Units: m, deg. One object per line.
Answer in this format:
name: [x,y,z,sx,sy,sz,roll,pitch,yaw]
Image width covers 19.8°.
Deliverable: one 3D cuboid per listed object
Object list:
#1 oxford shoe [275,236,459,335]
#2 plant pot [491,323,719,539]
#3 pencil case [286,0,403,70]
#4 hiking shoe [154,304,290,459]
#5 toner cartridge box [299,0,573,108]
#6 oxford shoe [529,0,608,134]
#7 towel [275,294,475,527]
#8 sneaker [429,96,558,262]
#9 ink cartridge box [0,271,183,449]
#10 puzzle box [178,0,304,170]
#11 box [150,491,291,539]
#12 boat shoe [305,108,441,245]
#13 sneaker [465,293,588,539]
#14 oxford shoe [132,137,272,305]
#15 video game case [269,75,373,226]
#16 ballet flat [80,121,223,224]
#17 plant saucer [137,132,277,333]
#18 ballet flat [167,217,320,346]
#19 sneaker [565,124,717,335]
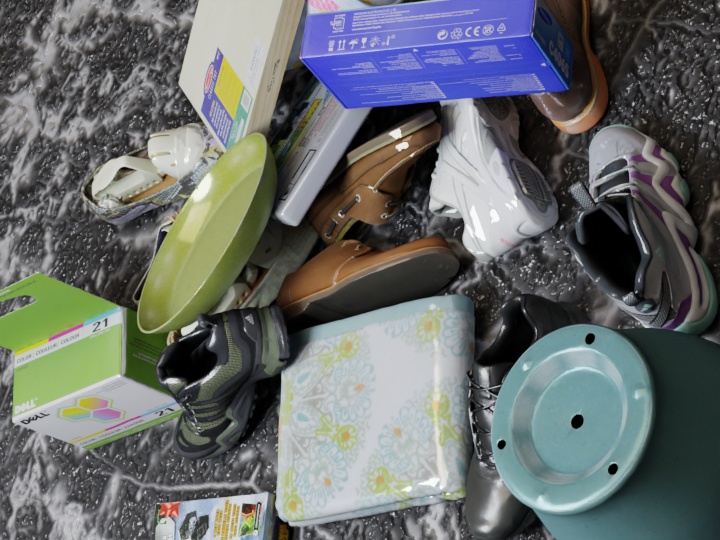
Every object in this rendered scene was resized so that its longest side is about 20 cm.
oxford shoe: [0.000,0.000,1.775,0.200,0.071,0.072,-20,56,36]
plant pot: [0.197,0.125,1.461,0.200,0.188,0.201,-19,60,35]
pencil case: [-0.032,-0.240,1.828,0.200,0.091,0.083,-24,40,61]
hiking shoe: [-0.139,0.094,1.805,0.200,0.100,0.076,-58,35,41]
toner cartridge box: [0.061,-0.175,1.658,0.199,0.095,0.043,-3,68,24]
oxford shoe: [0.150,-0.210,1.729,0.071,0.073,0.200,-36,51,24]
towel: [0.012,0.119,1.729,0.200,0.048,0.172,-16,64,37]
sneaker: [0.087,-0.094,1.735,0.099,0.078,0.200,-39,49,27]
ink cartridge box: [-0.269,0.086,1.882,0.148,0.200,0.076,-22,58,33]
puzzle box: [-0.108,-0.208,1.851,0.133,0.025,0.200,56,141,37]
box: [-0.129,0.296,1.778,0.137,0.040,0.201,-9,66,37]
boat shoe: [0.018,-0.077,1.770,0.068,0.072,0.200,61,148,1]
sneaker: [0.113,0.111,1.611,0.076,0.091,0.201,6,77,41]
oxford shoe: [-0.141,-0.040,1.911,0.071,0.074,0.201,23,86,47]
video game case: [-0.033,-0.130,1.819,0.200,0.022,0.182,-58,17,-6]
ballet flat: [-0.194,-0.099,1.989,0.200,0.072,0.072,-24,57,32]
plant saucer: [-0.127,-0.026,1.796,0.200,0.031,0.200,-48,22,26]
ballet flat: [-0.103,0.006,1.867,0.200,0.062,0.067,-56,46,7]
sneaker: [0.195,-0.049,1.571,0.078,0.140,0.200,-37,51,24]
